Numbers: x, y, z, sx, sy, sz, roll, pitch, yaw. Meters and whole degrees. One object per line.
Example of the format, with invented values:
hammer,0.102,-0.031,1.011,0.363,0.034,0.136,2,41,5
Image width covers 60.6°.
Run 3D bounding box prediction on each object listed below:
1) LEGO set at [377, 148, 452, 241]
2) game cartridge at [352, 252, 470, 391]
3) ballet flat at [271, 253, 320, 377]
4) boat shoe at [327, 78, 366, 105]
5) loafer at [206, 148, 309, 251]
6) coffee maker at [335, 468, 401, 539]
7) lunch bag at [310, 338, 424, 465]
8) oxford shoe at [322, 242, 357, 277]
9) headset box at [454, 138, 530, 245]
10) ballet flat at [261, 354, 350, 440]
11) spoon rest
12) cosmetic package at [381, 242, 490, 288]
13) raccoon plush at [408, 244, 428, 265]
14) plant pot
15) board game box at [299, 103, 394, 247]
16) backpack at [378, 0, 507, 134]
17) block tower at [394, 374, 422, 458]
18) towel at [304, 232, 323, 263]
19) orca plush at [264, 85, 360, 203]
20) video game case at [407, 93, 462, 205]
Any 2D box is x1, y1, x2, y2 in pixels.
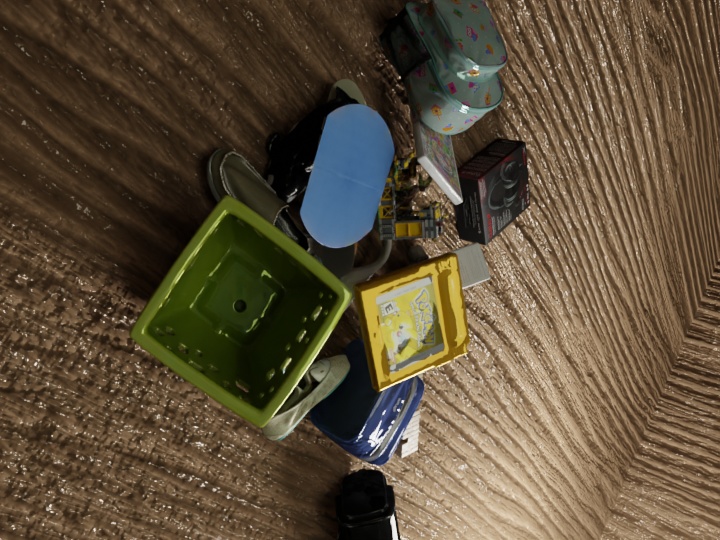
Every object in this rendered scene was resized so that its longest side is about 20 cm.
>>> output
LEGO set,0.099,-0.125,1.031,0.200,0.112,0.159,-14,103,-73
game cartridge,0.092,0.083,1.025,0.195,0.032,0.182,-18,105,-23
ballet flat,-0.119,0.064,0.919,0.071,0.071,0.206,24,84,-47
boat shoe,-0.009,-0.206,0.991,0.063,0.069,0.205,-79,157,-63
loafer,-0.135,-0.091,0.866,0.201,0.068,0.076,51,50,-30
coffee maker,0.031,0.519,1.180,0.132,0.191,0.205,-22,118,-20
lunch bag,0.022,0.232,1.112,0.203,0.134,0.133,-57,133,-15
oxford shoe,-0.024,-0.097,0.977,0.071,0.069,0.206,-65,168,-81
headset box,0.269,-0.162,1.284,0.199,0.076,0.152,-38,128,-33
ballet flat,-0.092,0.199,1.038,0.200,0.067,0.063,-44,121,-27
spoon rest,0.000,0.000,1.049,0.060,0.099,0.203,34,69,-14
cosmetic package,0.124,0.018,1.115,0.195,0.102,0.076,-20,87,-15
raccoon plush,0.090,0.071,1.198,0.132,0.096,0.204,-25,91,-21
plant pot,-0.152,0.045,0.792,0.197,0.181,0.202,37,84,-13
board game box,-0.026,-0.137,0.894,0.156,0.038,0.206,10,99,-50
backpack,0.148,-0.334,0.998,0.173,0.152,0.205,-19,89,-41
block tower,0.088,0.272,1.255,0.057,0.053,0.206,-11,110,-43
towel,-0.130,0.035,0.966,0.197,0.032,0.197,-1,104,-45
orca plush,-0.065,-0.175,0.903,0.199,0.071,0.106,-40,117,-9
video game case,0.127,-0.232,1.069,0.143,0.018,0.205,38,39,-46
